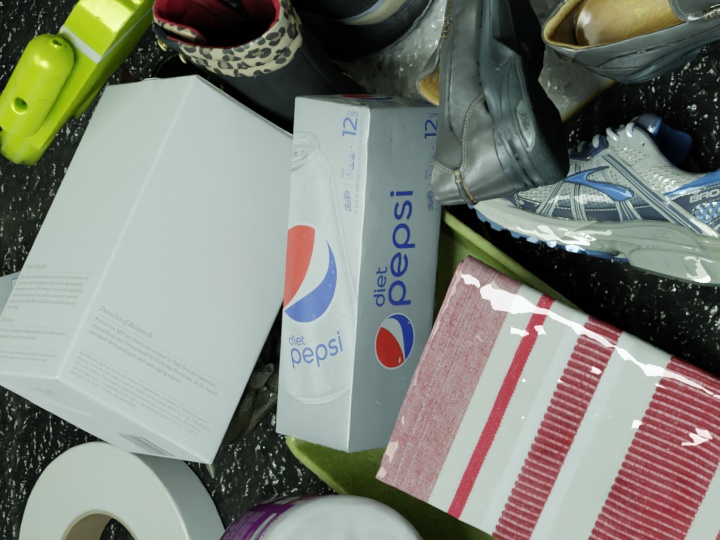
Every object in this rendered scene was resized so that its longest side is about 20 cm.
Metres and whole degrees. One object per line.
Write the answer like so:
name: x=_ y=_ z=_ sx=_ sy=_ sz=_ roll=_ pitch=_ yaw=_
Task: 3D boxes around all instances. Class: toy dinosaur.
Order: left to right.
toy dinosaur: x=-0.071 y=0.063 z=1.626 sx=0.102 sy=0.076 sz=0.201 roll=124 pitch=153 yaw=-45

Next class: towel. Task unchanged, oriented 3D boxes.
towel: x=0.121 y=0.096 z=1.443 sx=0.199 sy=0.023 sz=0.145 roll=26 pitch=111 yaw=10

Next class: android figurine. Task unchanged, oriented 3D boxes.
android figurine: x=-0.159 y=-0.152 z=1.594 sx=0.041 sy=0.182 sz=0.200 roll=37 pitch=133 yaw=-1

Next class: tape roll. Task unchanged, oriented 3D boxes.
tape roll: x=-0.165 y=0.217 z=1.788 sx=0.202 sy=0.037 sz=0.204 roll=4 pitch=96 yaw=44

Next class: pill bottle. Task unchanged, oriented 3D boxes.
pill bottle: x=-0.031 y=0.190 z=1.548 sx=0.200 sy=0.111 sz=0.113 roll=162 pitch=101 yaw=-74

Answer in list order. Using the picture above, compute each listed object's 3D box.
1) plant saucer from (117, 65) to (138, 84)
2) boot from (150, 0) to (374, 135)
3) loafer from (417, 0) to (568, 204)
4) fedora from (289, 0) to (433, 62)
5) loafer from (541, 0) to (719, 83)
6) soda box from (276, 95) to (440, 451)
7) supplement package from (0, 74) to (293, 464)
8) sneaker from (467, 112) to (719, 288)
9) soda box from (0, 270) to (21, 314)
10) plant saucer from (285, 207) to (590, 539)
plant saucer: x=-0.159 y=-0.033 z=1.702 sx=0.200 sy=0.035 sz=0.202 roll=-170 pitch=90 yaw=-85
boot: x=-0.079 y=-0.129 z=1.588 sx=0.199 sy=0.151 sz=0.073 roll=23 pitch=75 yaw=39
loafer: x=0.063 y=-0.119 z=1.450 sx=0.072 sy=0.073 sz=0.201 roll=-23 pitch=40 yaw=16
fedora: x=-0.033 y=-0.229 z=1.580 sx=0.200 sy=0.091 sz=0.202 roll=4 pitch=96 yaw=45
loafer: x=0.183 y=-0.158 z=1.385 sx=0.200 sy=0.072 sz=0.073 roll=-36 pitch=67 yaw=40
soda box: x=0.000 y=0.000 z=1.506 sx=0.063 sy=0.068 sz=0.202 roll=12 pitch=102 yaw=44
supplement package: x=-0.121 y=-0.001 z=1.557 sx=0.121 sy=0.119 sz=0.201 roll=1 pitch=65 yaw=58
sneaker: x=0.148 y=-0.047 z=1.440 sx=0.199 sy=0.077 sz=0.086 roll=15 pitch=94 yaw=36
soda box: x=-0.264 y=0.042 z=1.851 sx=0.199 sy=0.068 sz=0.064 roll=-14 pitch=85 yaw=45
plant saucer: x=0.060 y=0.071 z=1.543 sx=0.199 sy=0.048 sz=0.201 roll=38 pitch=119 yaw=37
